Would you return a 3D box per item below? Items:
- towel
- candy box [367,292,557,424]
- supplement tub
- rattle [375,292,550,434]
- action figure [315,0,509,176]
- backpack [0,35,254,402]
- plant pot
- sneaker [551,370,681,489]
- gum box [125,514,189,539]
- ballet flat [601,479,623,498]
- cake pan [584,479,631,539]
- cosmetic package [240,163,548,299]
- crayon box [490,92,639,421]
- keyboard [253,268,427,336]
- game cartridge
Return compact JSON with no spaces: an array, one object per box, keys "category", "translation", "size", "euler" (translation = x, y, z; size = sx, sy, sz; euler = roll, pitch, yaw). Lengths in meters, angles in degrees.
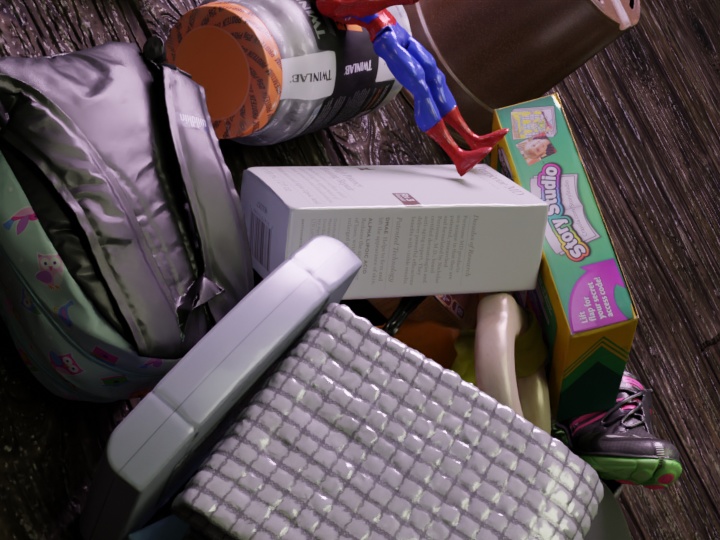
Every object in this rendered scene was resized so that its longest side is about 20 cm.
[{"category":"towel","translation":[0.014,0.139,0.720],"size":[0.200,0.086,0.166],"euler":[31,57,8]},{"category":"candy box","translation":[0.096,0.037,1.107],"size":[0.200,0.055,0.116],"euler":[43,37,-22]},{"category":"supplement tub","translation":[-0.054,-0.165,1.006],"size":[0.200,0.122,0.123],"euler":[-28,89,-56]},{"category":"rattle","translation":[0.074,0.123,0.942],"size":[0.130,0.142,0.201],"euler":[74,14,-71]},{"category":"action figure","translation":[0.044,-0.176,0.939],"size":[0.200,0.099,0.065],"euler":[47,33,-2]},{"category":"backpack","translation":[-0.154,-0.025,0.772],"size":[0.167,0.126,0.200],"euler":[-24,83,-42]},{"category":"plant pot","translation":[0.149,-0.250,1.260],"size":[0.200,0.198,0.201],"euler":[31,44,-36]},{"category":"sneaker","translation":[0.212,0.127,1.094],"size":[0.076,0.084,0.200],"euler":[14,6,-13]},{"category":"gum box","translation":[-0.012,0.192,0.753],"size":[0.200,0.045,0.170],"euler":[-19,65,-32]},{"category":"ballet flat","translation":[0.149,0.189,1.060],"size":[0.200,0.057,0.067],"euler":[-12,79,-54]},{"category":"cake pan","translation":[0.150,0.238,0.996],"size":[0.200,0.037,0.201],"euler":[10,76,-45]},{"category":"cosmetic package","translation":[0.023,-0.030,0.934],"size":[0.199,0.074,0.102],"euler":[-4,23,-24]},{"category":"crayon box","translation":[0.155,-0.007,1.027],"size":[0.173,0.058,0.201],"euler":[83,-7,-63]},{"category":"keyboard","translation":[0.000,0.000,0.984],"size":[0.127,0.021,0.200],"euler":[32,43,15]},{"category":"game cartridge","translation":[-0.080,0.066,0.748],"size":[0.041,0.133,0.200],"euler":[42,55,3]}]
